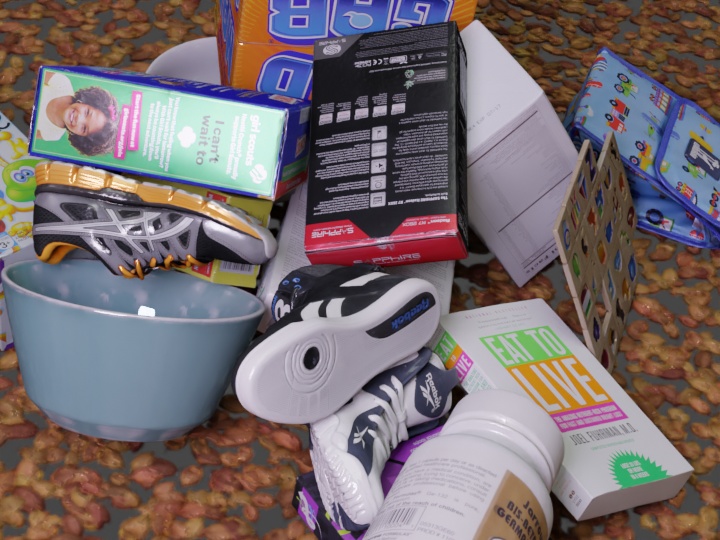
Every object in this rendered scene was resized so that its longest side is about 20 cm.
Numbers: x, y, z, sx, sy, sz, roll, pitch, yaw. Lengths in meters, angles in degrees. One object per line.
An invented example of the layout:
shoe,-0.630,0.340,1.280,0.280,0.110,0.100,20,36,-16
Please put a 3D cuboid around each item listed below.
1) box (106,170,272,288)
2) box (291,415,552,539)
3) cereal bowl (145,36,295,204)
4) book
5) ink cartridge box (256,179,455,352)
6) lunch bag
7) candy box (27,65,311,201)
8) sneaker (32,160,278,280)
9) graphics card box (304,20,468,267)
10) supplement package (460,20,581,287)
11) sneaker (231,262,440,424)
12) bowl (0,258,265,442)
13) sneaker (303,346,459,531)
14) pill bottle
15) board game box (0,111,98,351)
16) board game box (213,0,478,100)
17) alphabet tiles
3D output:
box,-0.157,-0.044,1.329,0.050,0.076,0.199,7,10,-45
box,0.061,0.204,1.188,0.142,0.036,0.200,-20,50,-30
cereal bowl,-0.109,-0.127,1.484,0.198,0.084,0.201,6,42,-6
book,0.154,0.109,1.278,0.133,0.048,0.200,-4,43,-46
ink cartridge box,0.000,0.000,1.360,0.160,0.050,0.201,25,38,-12
lunch bag,0.289,-0.102,1.556,0.199,0.094,0.151,27,41,-1
candy box,-0.143,-0.114,1.290,0.198,0.078,0.169,9,8,6
sneaker,-0.157,-0.027,1.212,0.198,0.078,0.078,12,-3,16
graphics card box,0.022,-0.098,1.279,0.124,0.051,0.202,-7,62,14
supplement package,0.120,-0.097,1.395,0.113,0.200,0.110,-38,52,2
sneaker,-0.043,0.049,1.174,0.111,0.074,0.199,15,26,40
bowl,-0.175,0.063,1.211,0.199,0.106,0.201,8,9,-1
sneaker,0.021,0.107,1.200,0.128,0.080,0.199,-13,27,-9
pill bottle,0.069,0.179,1.105,0.113,0.115,0.200,21,43,12
board game box,-0.310,-0.047,1.337,0.103,0.106,0.200,-26,52,-34
board game box,-0.018,-0.251,1.430,0.198,0.201,0.201,2,41,-11
alphabet tiles,0.209,-0.025,1.387,0.007,0.168,0.201,-5,35,25
